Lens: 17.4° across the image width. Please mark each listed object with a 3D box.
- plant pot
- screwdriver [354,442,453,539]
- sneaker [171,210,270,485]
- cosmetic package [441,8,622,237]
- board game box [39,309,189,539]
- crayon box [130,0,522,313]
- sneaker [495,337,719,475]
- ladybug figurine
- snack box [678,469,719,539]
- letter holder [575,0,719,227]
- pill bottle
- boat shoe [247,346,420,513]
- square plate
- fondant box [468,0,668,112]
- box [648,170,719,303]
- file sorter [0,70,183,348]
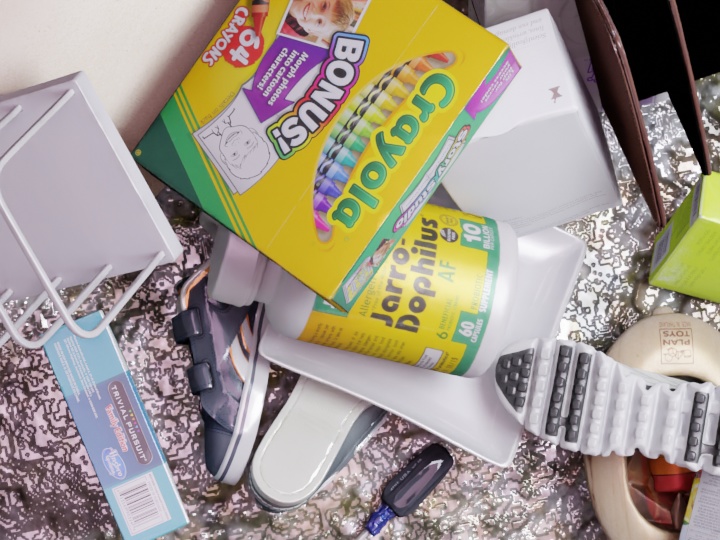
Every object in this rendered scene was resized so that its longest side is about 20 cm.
[{"bbox_3d":[-0.173,-0.157,1.642,0.200,0.200,0.177,-46,102,-6],"label":"plant pot"},{"bbox_3d":[-0.003,0.205,1.719,0.029,0.028,0.200,37,81,25],"label":"screwdriver"},{"bbox_3d":[-0.101,0.050,1.692,0.079,0.078,0.202,13,76,-10],"label":"sneaker"},{"bbox_3d":[0.108,-0.095,1.632,0.112,0.200,0.082,-17,68,8],"label":"cosmetic package"},{"bbox_3d":[-0.168,0.106,1.620,0.047,0.200,0.152,-22,91,-6],"label":"board game box"},{"bbox_3d":[-0.023,-0.103,1.533,0.172,0.058,0.201,35,88,20],"label":"crayon box"},{"bbox_3d":[0.191,0.098,1.653,0.199,0.081,0.076,16,92,16],"label":"sneaker"},{"bbox_3d":[0.226,0.127,1.725,0.135,0.072,0.202,0,88,-5],"label":"ladybug figurine"},{"bbox_3d":[0.306,0.227,1.692,0.199,0.053,0.143,17,87,-39],"label":"snack box"},{"bbox_3d":[0.213,-0.145,1.594,0.100,0.201,0.143,-19,50,3],"label":"letter holder"},{"bbox_3d":[0.000,0.000,1.620,0.198,0.113,0.114,14,87,-10],"label":"pill bottle"},{"bbox_3d":[-0.016,0.095,1.706,0.073,0.062,0.200,35,65,6],"label":"boat shoe"},{"bbox_3d":[0.046,0.022,1.703,0.199,0.028,0.199,25,63,-5],"label":"square plate"},{"bbox_3d":[0.151,-0.196,1.670,0.143,0.201,0.059,-10,51,-6],"label":"fondant box"},{"bbox_3d":[0.323,-0.006,1.713,0.198,0.122,0.048,15,63,-5],"label":"box"},{"bbox_3d":[-0.249,-0.020,1.525,0.199,0.125,0.139,-13,116,34],"label":"file sorter"}]
